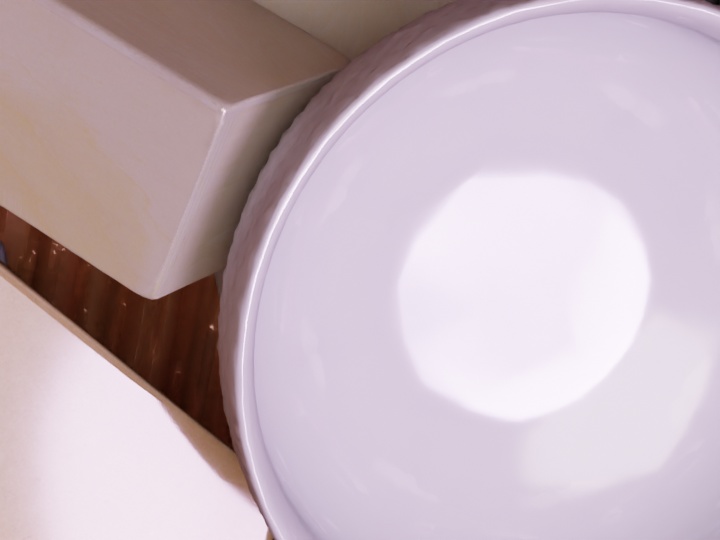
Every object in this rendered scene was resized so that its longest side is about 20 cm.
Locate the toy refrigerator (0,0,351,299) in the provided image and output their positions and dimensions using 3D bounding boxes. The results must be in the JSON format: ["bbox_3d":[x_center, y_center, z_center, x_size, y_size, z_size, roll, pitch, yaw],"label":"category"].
[{"bbox_3d":[-0.110,-0.072,0.813,0.200,0.076,0.070,32,116,17],"label":"toy refrigerator"}]

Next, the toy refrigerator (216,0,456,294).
[{"bbox_3d":[0.000,0.000,0.879,0.076,0.070,0.200,-17,101,-25],"label":"toy refrigerator"}]

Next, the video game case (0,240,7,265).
[{"bbox_3d":[-0.192,0.099,0.903,0.182,0.022,0.200,-8,100,-7],"label":"video game case"}]

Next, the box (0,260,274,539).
[{"bbox_3d":[-0.143,0.070,0.820,0.200,0.021,0.164,40,89,-15],"label":"box"}]

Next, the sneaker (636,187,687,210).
[{"bbox_3d":[0.098,-0.012,0.886,0.077,0.084,0.200,-19,96,24],"label":"sneaker"}]

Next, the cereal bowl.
[{"bbox_3d":[0.052,0.013,0.800,0.200,0.083,0.200,-4,106,-14],"label":"cereal bowl"}]

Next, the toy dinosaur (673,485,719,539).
[{"bbox_3d":[0.067,0.152,0.877,0.200,0.105,0.182,-8,120,-21],"label":"toy dinosaur"}]

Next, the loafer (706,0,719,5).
[{"bbox_3d":[0.135,-0.122,0.865,0.200,0.075,0.070,-8,60,-41],"label":"loafer"}]
